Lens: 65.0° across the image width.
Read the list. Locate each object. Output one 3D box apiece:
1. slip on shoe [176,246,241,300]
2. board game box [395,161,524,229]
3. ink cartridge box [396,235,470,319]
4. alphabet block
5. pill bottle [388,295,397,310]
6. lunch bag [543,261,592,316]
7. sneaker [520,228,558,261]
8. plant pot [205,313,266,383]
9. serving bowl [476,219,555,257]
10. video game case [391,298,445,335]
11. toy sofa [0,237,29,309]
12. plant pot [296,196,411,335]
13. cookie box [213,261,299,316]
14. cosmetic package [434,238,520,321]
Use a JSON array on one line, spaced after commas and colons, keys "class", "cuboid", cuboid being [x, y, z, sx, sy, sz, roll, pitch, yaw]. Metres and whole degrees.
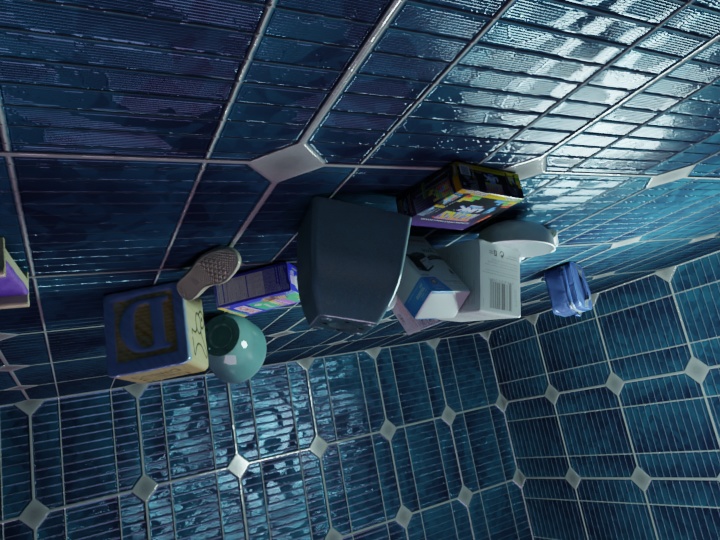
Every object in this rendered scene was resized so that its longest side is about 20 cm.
[{"class": "slip on shoe", "cuboid": [-0.318, 0.000, 1.203, 0.197, 0.075, 0.061, -30, -168, 36]}, {"class": "board game box", "cuboid": [0.191, -0.137, 1.088, 0.195, 0.059, 0.164, 0, 161, -40]}, {"class": "ink cartridge box", "cuboid": [0.136, 0.011, 1.306, 0.142, 0.201, 0.085, 2, 129, -41]}, {"class": "alphabet block", "cuboid": [-0.493, 0.156, 1.382, 0.189, 0.202, 0.201, -8, 165, -4]}, {"class": "pill bottle", "cuboid": [0.017, 0.069, 1.550, 0.109, 0.116, 0.198, -4, 178, -29]}, {"class": "lunch bag", "cuboid": [0.799, 0.078, 2.151, 0.133, 0.207, 0.131, 10, 154, -44]}, {"class": "sneaker", "cuboid": [0.453, -0.073, 1.565, 0.194, 0.077, 0.087, -22, 158, 6]}, {"class": "plant pot", "cuboid": [-0.406, 0.226, 1.751, 0.193, 0.207, 0.162, -12, 154, 3]}, {"class": "serving bowl", "cuboid": [0.382, -0.083, 1.404, 0.192, 0.068, 0.200, 2, 171, 0]}, {"class": "video game case", "cuboid": [0.140, 0.064, 1.551, 0.045, 0.203, 0.180, -37, -175, -36]}, {"class": "toy sofa", "cuboid": [-0.620, 0.025, 0.952, 0.080, 0.101, 0.200, -5, 164, -21]}, {"class": "plant pot", "cuboid": [-0.026, 0.008, 1.072, 0.189, 0.207, 0.196, 10, 161, -13]}, {"class": "cookie box", "cuboid": [-0.243, 0.051, 1.419, 0.193, 0.078, 0.171, -13, 167, 10]}, {"class": "cosmetic package", "cuboid": [0.269, 0.033, 1.397, 0.161, 0.171, 0.197, 10, 167, -38]}]
